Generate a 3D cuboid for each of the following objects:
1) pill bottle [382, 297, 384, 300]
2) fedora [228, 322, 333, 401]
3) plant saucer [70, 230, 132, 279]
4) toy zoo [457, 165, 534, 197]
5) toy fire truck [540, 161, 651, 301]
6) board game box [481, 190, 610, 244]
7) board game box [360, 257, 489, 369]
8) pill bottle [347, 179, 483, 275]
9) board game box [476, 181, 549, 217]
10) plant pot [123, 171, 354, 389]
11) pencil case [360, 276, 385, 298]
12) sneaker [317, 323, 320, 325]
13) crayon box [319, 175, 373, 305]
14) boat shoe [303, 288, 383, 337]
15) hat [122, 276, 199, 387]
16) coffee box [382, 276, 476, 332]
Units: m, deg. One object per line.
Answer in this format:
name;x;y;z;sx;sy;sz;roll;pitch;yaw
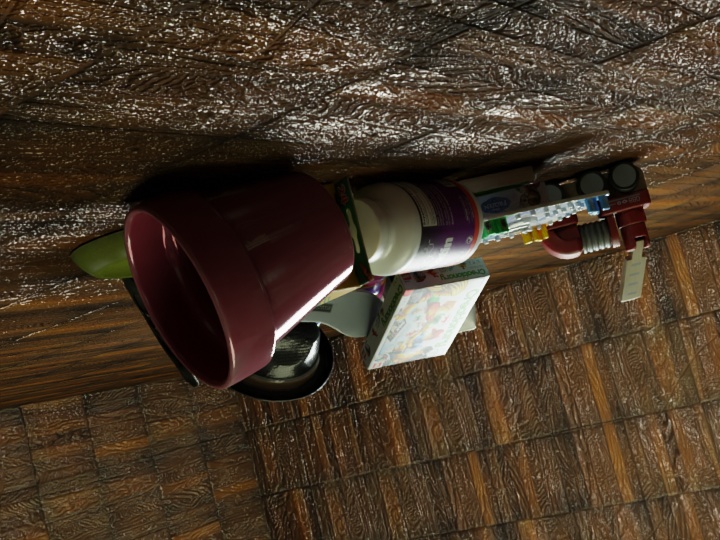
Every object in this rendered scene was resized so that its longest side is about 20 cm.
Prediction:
pill bottle;0.079;0.004;1.890;0.200;0.116;0.116;-13;173;-17
fedora;-0.127;0.086;1.535;0.200;0.201;0.092;-11;142;-28
plant saucer;-0.244;-0.024;1.324;0.200;0.031;0.200;-14;173;-2
toy zoo;0.148;-0.101;1.563;0.131;0.021;0.200;-13;174;-15
toy fire truck;0.368;-0.047;1.709;0.176;0.200;0.129;-15;173;7
board game box;0.214;-0.056;1.524;0.200;0.026;0.200;-13;173;-22
board game box;0.084;0.060;1.504;0.126;0.035;0.200;-10;148;-23
pill bottle;0.055;-0.053;1.351;0.112;0.113;0.200;-20;173;39
board game box;0.143;-0.065;1.575;0.200;0.041;0.200;-13;174;-12
plant pot;-0.114;-0.009;1.123;0.179;0.200;0.200;-29;-179;-29
pencil case;0.000;0.000;1.583;0.088;0.089;0.200;-13;168;-8
sneaker;-0.147;0.042;1.705;0.200;0.077;0.076;10;177;7
crayon box;-0.067;-0.023;1.303;0.051;0.127;0.200;-10;171;-33
boat shoe;-0.054;0.043;1.505;0.200;0.070;0.066;7;-159;-36
hat;-0.240;0.058;1.466;0.081;0.201;0.201;-31;177;-13
coffee box;0.091;0.014;1.677;0.113;0.080;0.200;-11;-147;-7
